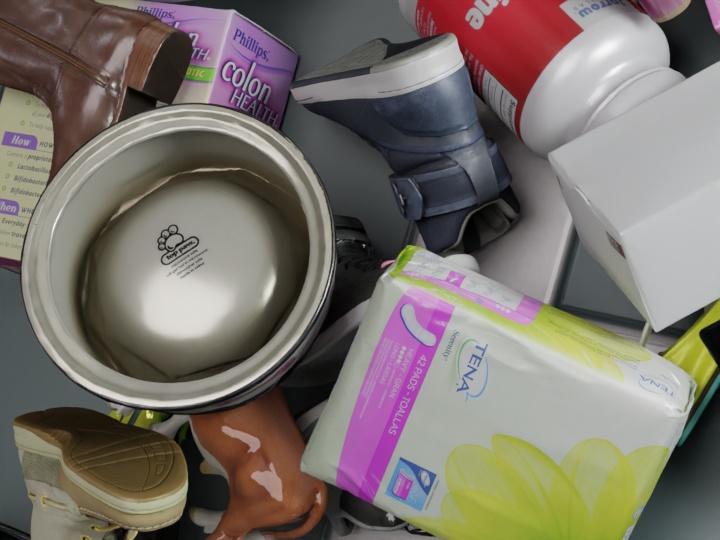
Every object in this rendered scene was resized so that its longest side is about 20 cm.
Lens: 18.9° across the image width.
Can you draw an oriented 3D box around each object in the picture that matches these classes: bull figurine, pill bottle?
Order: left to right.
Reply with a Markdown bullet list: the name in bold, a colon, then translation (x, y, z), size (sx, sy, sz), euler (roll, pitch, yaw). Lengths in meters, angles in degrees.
- **bull figurine**: translation (-0.090, 0.091, 1.398), size (0.121, 0.065, 0.200), euler (-37, 60, 21)
- **pill bottle**: translation (0.123, -0.142, 1.383), size (0.112, 0.112, 0.200), euler (-47, 60, 9)

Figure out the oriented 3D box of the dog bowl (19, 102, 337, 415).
- **dog bowl**: translation (-0.106, 0.001, 1.353), size (0.200, 0.074, 0.200), euler (-4, 70, 11)

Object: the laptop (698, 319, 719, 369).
- **laptop**: translation (0.337, 0.054, 1.225), size (0.200, 0.116, 0.187), euler (-33, 91, -12)

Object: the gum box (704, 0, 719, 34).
- **gum box**: translation (0.256, -0.248, 1.367), size (0.113, 0.066, 0.200), euler (-24, 66, 21)

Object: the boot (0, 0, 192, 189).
- **boot**: translation (-0.229, -0.116, 1.482), size (0.200, 0.064, 0.187), euler (25, 82, 31)

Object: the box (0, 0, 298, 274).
- **box**: translation (-0.163, -0.084, 1.530), size (0.176, 0.097, 0.200), euler (10, 82, 30)

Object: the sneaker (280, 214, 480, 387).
- **sneaker**: translation (0.000, 0.000, 1.399), size (0.200, 0.071, 0.099), euler (-32, 63, 49)

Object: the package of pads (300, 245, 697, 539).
- **package of pads**: translation (0.083, 0.089, 1.293), size (0.200, 0.068, 0.155), euler (26, 114, 7)

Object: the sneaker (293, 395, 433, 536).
- **sneaker**: translation (0.050, 0.107, 1.383), size (0.200, 0.075, 0.116), euler (-36, 67, 27)

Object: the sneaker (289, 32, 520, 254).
- **sneaker**: translation (0.029, -0.078, 1.436), size (0.077, 0.146, 0.202), euler (-30, 15, -17)

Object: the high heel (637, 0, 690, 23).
- **high heel**: translation (0.152, -0.235, 1.363), size (0.067, 0.096, 0.200), euler (-30, 32, 17)

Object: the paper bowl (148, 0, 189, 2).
- **paper bowl**: translation (-0.128, -0.268, 1.531), size (0.200, 0.104, 0.201), euler (-10, 44, 10)

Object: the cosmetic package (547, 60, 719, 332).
- **cosmetic package**: translation (0.225, -0.062, 1.269), size (0.200, 0.081, 0.113), euler (-29, 34, -1)

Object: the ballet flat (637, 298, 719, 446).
- **ballet flat**: translation (0.222, 0.014, 1.308), size (0.067, 0.067, 0.200), euler (38, 98, 9)

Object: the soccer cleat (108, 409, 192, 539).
- **soccer cleat**: translation (-0.160, 0.121, 1.485), size (0.084, 0.065, 0.200), euler (6, 80, 21)

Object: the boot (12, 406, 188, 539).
- **boot**: translation (-0.160, 0.177, 1.366), size (0.200, 0.072, 0.155), euler (16, 111, 59)

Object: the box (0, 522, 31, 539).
- **box**: translation (-0.307, 0.261, 1.470), size (0.086, 0.164, 0.200), euler (19, 85, 31)
